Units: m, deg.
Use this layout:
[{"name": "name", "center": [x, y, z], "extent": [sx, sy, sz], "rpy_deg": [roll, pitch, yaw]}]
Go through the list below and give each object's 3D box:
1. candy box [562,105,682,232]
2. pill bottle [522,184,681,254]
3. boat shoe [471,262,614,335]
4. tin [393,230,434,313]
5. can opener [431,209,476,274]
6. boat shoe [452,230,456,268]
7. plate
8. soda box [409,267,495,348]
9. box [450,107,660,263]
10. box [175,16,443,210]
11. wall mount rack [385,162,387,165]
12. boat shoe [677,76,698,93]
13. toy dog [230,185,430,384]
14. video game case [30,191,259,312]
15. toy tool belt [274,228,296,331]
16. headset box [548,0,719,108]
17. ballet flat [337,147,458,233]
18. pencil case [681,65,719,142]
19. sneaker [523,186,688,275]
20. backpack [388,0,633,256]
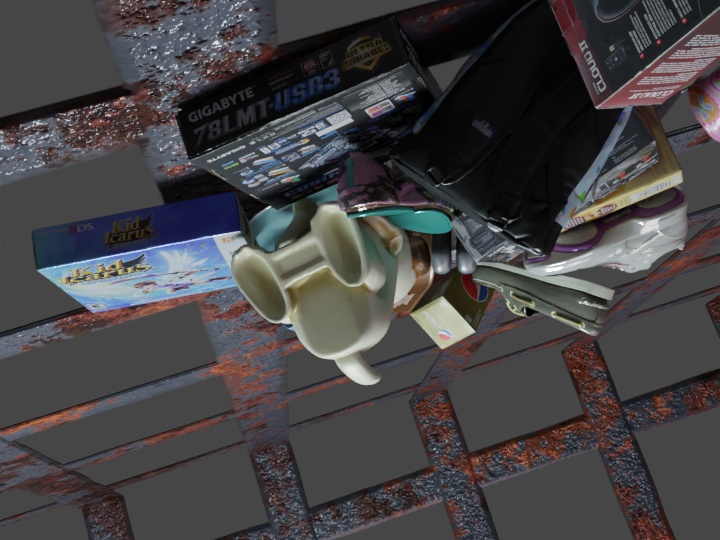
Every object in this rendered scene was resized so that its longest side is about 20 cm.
[{"name": "candy box", "center": [0.246, -0.116, 1.142], "extent": [0.199, 0.116, 0.055], "rpy_deg": [-23, 164, 13]}, {"name": "pill bottle", "center": [0.285, -0.083, 1.258], "extent": [0.200, 0.111, 0.111], "rpy_deg": [-36, 160, 17]}, {"name": "boat shoe", "center": [0.212, 0.029, 1.239], "extent": [0.201, 0.061, 0.072], "rpy_deg": [15, -178, 43]}, {"name": "tin", "center": [0.048, -0.015, 1.267], "extent": [0.042, 0.113, 0.200], "rpy_deg": [-3, 161, -12]}, {"name": "can opener", "center": [0.106, -0.045, 1.138], "extent": [0.053, 0.200, 0.067], "rpy_deg": [0, 123, 6]}, {"name": "boat shoe", "center": [0.156, -0.062, 1.303], "extent": [0.201, 0.075, 0.086], "rpy_deg": [-17, 161, -32]}, {"name": "plate", "center": [-0.040, -0.071, 1.125], "extent": [0.199, 0.026, 0.200], "rpy_deg": [-18, 164, -5]}, {"name": "soda box", "center": [0.141, 0.010, 1.361], "extent": [0.064, 0.068, 0.200], "rpy_deg": [-33, -164, 40]}, {"name": "box", "center": [0.196, -0.080, 1.001], "extent": [0.200, 0.050, 0.158], "rpy_deg": [-35, 170, 16]}, {"name": "box", "center": [-0.030, -0.128, 0.890], "extent": [0.199, 0.050, 0.198], "rpy_deg": [-22, 167, 13]}, {"name": "wall mount rack", "center": [0.126, -0.130, 1.041], "extent": [0.199, 0.075, 0.174], "rpy_deg": [-10, 138, -35]}, {"name": "boat shoe", "center": [0.251, -0.198, 0.965], "extent": [0.199, 0.076, 0.074], "rpy_deg": [-22, 162, -21]}, {"name": "toy dog", "center": [0.000, 0.000, 1.019], "extent": [0.139, 0.194, 0.200], "rpy_deg": [-35, 180, 25]}, {"name": "video game case", "center": [-0.207, -0.013, 1.038], "extent": [0.199, 0.046, 0.181], "rpy_deg": [-11, 163, -1]}, {"name": "toy tool belt", "center": [-0.054, 0.028, 1.179], "extent": [0.123, 0.125, 0.200], "rpy_deg": [-36, 158, 27]}, {"name": "headset box", "center": [0.205, -0.214, 0.687], "extent": [0.075, 0.149, 0.200], "rpy_deg": [-9, 161, -33]}, {"name": "ballet flat", "center": [0.038, -0.077, 0.937], "extent": [0.069, 0.072, 0.200], "rpy_deg": [-6, 175, 28]}, {"name": "pencil case", "center": [0.453, -0.221, 1.104], "extent": [0.087, 0.088, 0.200], "rpy_deg": [-7, 162, -37]}, {"name": "sneaker", "center": [0.291, -0.024, 1.185], "extent": [0.199, 0.075, 0.100], "rpy_deg": [-19, 128, 4]}, {"name": "backpack", "center": [0.148, -0.135, 0.859], "extent": [0.201, 0.163, 0.154], "rpy_deg": [-60, 167, 12]}]
